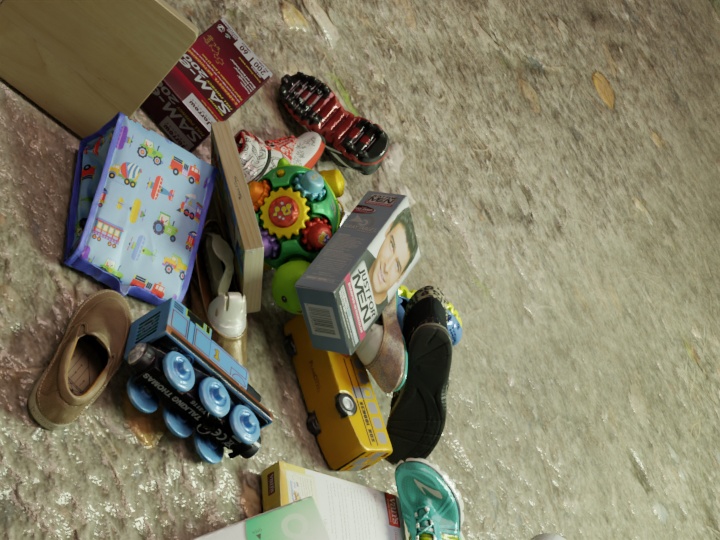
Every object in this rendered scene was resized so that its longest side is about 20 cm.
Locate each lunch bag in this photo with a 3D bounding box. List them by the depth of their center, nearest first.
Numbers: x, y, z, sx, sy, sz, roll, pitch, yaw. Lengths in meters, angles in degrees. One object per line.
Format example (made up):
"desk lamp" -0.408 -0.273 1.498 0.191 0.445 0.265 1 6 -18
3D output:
"lunch bag" -0.263 -0.056 1.624 0.150 0.094 0.202 29 52 -34

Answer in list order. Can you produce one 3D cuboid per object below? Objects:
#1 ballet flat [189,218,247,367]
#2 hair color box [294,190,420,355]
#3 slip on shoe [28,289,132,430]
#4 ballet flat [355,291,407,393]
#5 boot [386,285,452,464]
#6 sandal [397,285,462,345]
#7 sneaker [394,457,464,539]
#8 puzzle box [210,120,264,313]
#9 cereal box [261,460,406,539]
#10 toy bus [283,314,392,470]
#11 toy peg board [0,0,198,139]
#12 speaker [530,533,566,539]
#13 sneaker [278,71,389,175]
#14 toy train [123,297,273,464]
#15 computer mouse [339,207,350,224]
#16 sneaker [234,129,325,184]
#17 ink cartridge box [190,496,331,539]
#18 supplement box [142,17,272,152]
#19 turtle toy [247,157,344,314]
"ballet flat" -0.169 0.024 1.662 0.067 0.072 0.202 4 58 -31
"hair color box" 0.000 0.000 1.710 0.201 0.060 0.100 -54 141 -41
"slip on shoe" -0.291 0.086 1.487 0.076 0.060 0.201 44 37 -13
"ballet flat" 0.015 0.075 1.746 0.067 0.068 0.201 23 32 -21
"boot" 0.078 0.134 1.792 0.072 0.206 0.154 10 24 -3
"sandal" 0.054 0.065 1.886 0.198 0.079 0.088 25 51 -23
"sneaker" 0.088 0.323 1.659 0.080 0.077 0.203 -34 108 -65
"puzzle box" -0.154 -0.066 1.700 0.025 0.134 0.202 -10 56 -12
"cereal box" -0.026 0.316 1.615 0.198 0.039 0.146 24 47 -36
"toy bus" -0.030 0.145 1.727 0.078 0.065 0.202 7 56 -46
"toy peg board" -0.327 -0.291 1.654 0.199 0.199 0.098 37 23 -21
"speaker" 0.218 0.425 1.767 0.081 0.081 0.200 50 36 -4
"sneaker" -0.041 -0.207 1.996 0.200 0.098 0.071 39 74 17
"toy train" -0.180 0.128 1.544 0.200 0.086 0.115 43 33 -30
"computer mouse" -0.032 -0.047 1.887 0.199 0.044 0.111 25 78 -44
"sneaker" -0.121 -0.160 1.872 0.108 0.067 0.202 46 39 -15
"ink cartridge box" -0.087 0.361 1.467 0.159 0.050 0.202 -15 70 -32
"supplement box" -0.209 -0.249 1.851 0.109 0.061 0.200 47 37 -9
"turtle toy" -0.085 -0.044 1.732 0.101 0.143 0.203 36 43 -80
